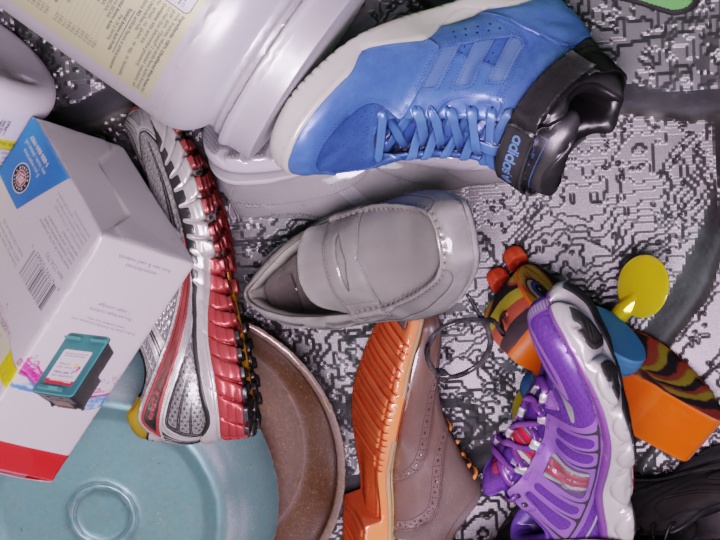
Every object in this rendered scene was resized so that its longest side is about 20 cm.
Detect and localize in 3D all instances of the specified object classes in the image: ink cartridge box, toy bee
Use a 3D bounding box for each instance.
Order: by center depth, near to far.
[{"bbox_3d":[-0.187,0.032,1.385,0.067,0.116,0.200,17,117,-40],"label":"ink cartridge box"},{"bbox_3d":[0.120,0.032,1.430,0.131,0.109,0.200,-33,130,13],"label":"toy bee"}]

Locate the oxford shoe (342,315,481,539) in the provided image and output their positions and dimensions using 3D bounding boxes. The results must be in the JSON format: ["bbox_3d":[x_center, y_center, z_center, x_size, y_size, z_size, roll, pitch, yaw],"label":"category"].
[{"bbox_3d":[0.034,0.105,1.479,0.073,0.071,0.201,0,116,-15],"label":"oxford shoe"}]

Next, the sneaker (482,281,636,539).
[{"bbox_3d":[0.105,0.094,1.357,0.083,0.081,0.201,-9,132,-2],"label":"sneaker"}]

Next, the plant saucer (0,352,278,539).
[{"bbox_3d":[-0.148,0.138,1.460,0.199,0.036,0.201,2,108,5],"label":"plant saucer"}]

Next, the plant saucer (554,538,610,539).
[{"bbox_3d":[0.140,0.216,1.454,0.199,0.037,0.201,4,148,2],"label":"plant saucer"}]

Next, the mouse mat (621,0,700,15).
[{"bbox_3d":[0.114,-0.221,1.343,0.199,0.008,0.161,14,134,-8],"label":"mouse mat"}]

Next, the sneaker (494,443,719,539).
[{"bbox_3d":[0.167,0.156,1.465,0.199,0.091,0.076,-20,108,12],"label":"sneaker"}]

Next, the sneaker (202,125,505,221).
[{"bbox_3d":[0.011,-0.067,1.426,0.199,0.075,0.082,-2,143,0],"label":"sneaker"}]

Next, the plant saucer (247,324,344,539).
[{"bbox_3d":[-0.107,0.110,1.491,0.199,0.037,0.201,1,108,4],"label":"plant saucer"}]

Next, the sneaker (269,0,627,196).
[{"bbox_3d":[0.056,-0.081,1.337,0.111,0.199,0.077,47,146,25],"label":"sneaker"}]

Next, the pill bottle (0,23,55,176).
[{"bbox_3d":[-0.267,-0.052,1.419,0.109,0.109,0.200,34,108,-7],"label":"pill bottle"}]

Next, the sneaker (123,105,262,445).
[{"bbox_3d":[-0.112,0.001,1.408,0.082,0.078,0.201,-11,75,5],"label":"sneaker"}]

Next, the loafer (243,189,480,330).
[{"bbox_3d":[0.000,0.000,1.376,0.069,0.200,0.070,-8,82,-28],"label":"loafer"}]

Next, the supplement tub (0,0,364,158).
[{"bbox_3d":[-0.106,-0.167,1.337,0.200,0.145,0.145,35,108,1],"label":"supplement tub"}]
